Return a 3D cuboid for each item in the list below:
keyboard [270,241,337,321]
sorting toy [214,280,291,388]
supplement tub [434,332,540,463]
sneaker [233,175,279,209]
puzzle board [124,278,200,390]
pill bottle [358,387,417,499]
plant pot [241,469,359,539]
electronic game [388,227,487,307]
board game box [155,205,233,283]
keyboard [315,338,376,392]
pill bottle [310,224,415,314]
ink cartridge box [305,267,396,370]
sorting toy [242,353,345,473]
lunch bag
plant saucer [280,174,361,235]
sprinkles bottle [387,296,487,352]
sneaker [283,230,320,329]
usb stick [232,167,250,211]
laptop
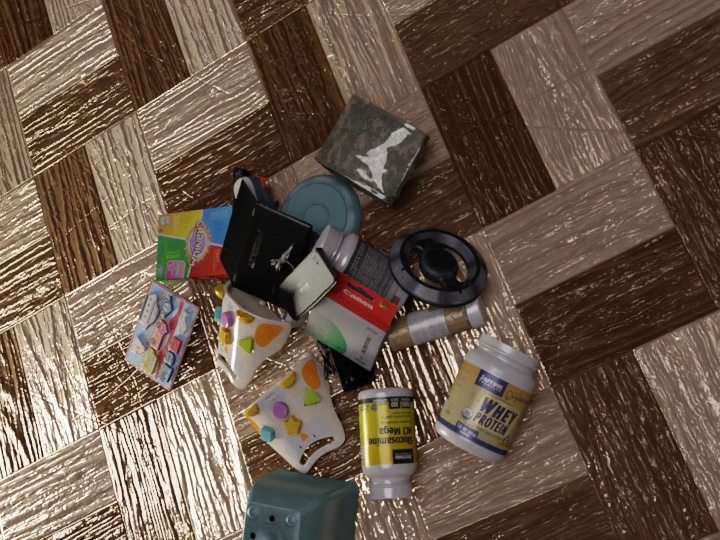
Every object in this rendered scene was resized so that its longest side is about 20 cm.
[{"bbox_3d":[-0.117,0.009,1.619,0.129,0.020,0.200,57,140,7],"label":"keyboard"},{"bbox_3d":[-0.255,0.141,1.754,0.199,0.105,0.184,38,119,42],"label":"sorting toy"},{"bbox_3d":[0.237,0.233,1.537,0.142,0.144,0.204,25,89,23],"label":"supplement tub"},{"bbox_3d":[-0.209,-0.109,1.820,0.074,0.083,0.205,-4,101,47],"label":"sneaker"},{"bbox_3d":[-0.449,0.143,1.868,0.149,0.017,0.204,26,101,23],"label":"puzzle board"},{"bbox_3d":[0.054,0.332,1.605,0.110,0.112,0.206,-8,77,19],"label":"pill bottle"},{"bbox_3d":[-0.133,0.503,1.595,0.192,0.199,0.201,4,83,21],"label":"plant pot"},{"bbox_3d":[0.151,-0.008,1.617,0.195,0.042,0.203,7,46,-7],"label":"electronic game"},{"bbox_3d":[-0.367,-0.057,1.883,0.195,0.040,0.157,-5,78,20],"label":"board game box"},{"bbox_3d":[-0.043,0.151,1.729,0.102,0.040,0.204,-16,71,-7],"label":"keyboard"},{"bbox_3d":[0.000,0.000,1.645,0.197,0.114,0.116,31,91,-11],"label":"pill bottle"},{"bbox_3d":[-0.021,0.097,1.623,0.159,0.201,0.050,30,58,9],"label":"ink cartridge box"},{"bbox_3d":[-0.127,0.310,1.704,0.199,0.107,0.181,-39,88,9],"label":"sorting toy"},{"bbox_3d":[0.034,-0.241,1.723,0.198,0.117,0.166,33,91,28],"label":"lunch bag"},{"bbox_3d":[-0.092,-0.111,1.796,0.195,0.027,0.206,-4,79,20],"label":"plant saucer"},{"bbox_3d":[0.148,0.102,1.638,0.196,0.068,0.070,-19,73,17],"label":"sprinkles bottle"},{"bbox_3d":[-0.145,0.003,1.754,0.145,0.080,0.203,36,109,24],"label":"sneaker"},{"bbox_3d":[-0.264,-0.126,1.849,0.032,0.055,0.206,-5,78,19],"label":"usb stick"},{"bbox_3d":[-0.202,-0.057,1.740,0.196,0.116,0.191,22,110,5],"label":"laptop"}]
